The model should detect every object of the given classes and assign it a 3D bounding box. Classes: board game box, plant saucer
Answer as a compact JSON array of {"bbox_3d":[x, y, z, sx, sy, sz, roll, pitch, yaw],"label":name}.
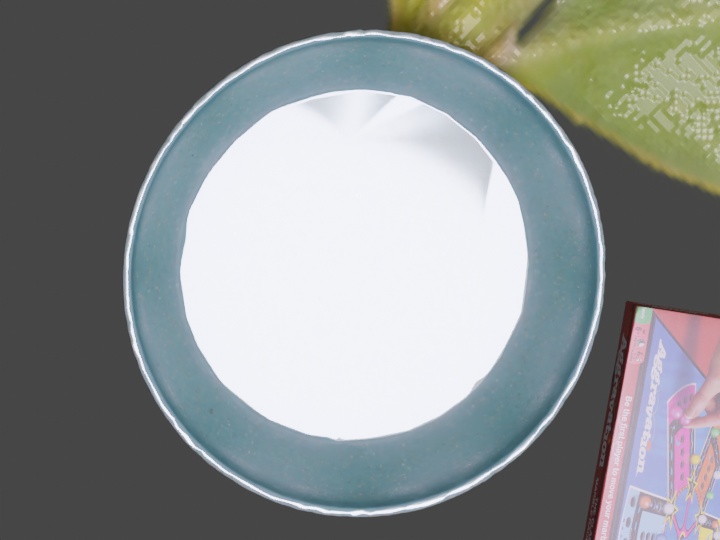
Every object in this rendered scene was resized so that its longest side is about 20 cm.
[{"bbox_3d":[0.147,0.119,1.247,0.103,0.019,0.200,8,96,-13],"label":"board game box"},{"bbox_3d":[0.000,0.000,1.196,0.200,0.036,0.200,-2,98,-11],"label":"plant saucer"}]
